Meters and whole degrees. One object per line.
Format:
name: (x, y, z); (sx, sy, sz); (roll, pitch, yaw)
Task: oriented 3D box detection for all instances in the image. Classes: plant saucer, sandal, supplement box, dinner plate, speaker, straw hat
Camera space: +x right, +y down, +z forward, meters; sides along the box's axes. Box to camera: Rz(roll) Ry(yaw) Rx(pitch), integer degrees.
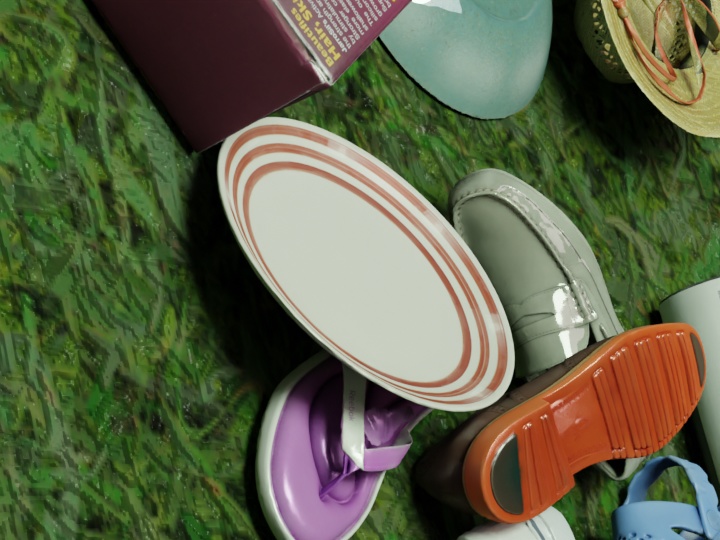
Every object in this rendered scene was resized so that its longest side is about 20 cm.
plant saucer: (0.064, -0.193, 1.534); (0.200, 0.039, 0.203); (27, 51, -39)
sandal: (0.005, 0.070, 1.308); (0.083, 0.050, 0.203); (54, 39, -14)
sandal: (0.168, 0.171, 1.435); (0.087, 0.079, 0.200); (57, 29, -4)
supplement box: (-0.045, -0.174, 1.339); (0.131, 0.103, 0.200); (56, 37, -12)
dinner plate: (0.000, 0.000, 1.327); (0.199, 0.024, 0.201); (31, 30, -20)
speaker: (0.251, 0.105, 1.561); (0.081, 0.081, 0.202); (0, 70, -50)
straw hat: (0.186, -0.168, 1.631); (0.200, 0.085, 0.203); (17, 63, -38)

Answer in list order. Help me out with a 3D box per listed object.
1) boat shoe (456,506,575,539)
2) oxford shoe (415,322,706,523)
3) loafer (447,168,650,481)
boat shoe: (0.101, 0.227, 1.336); (0.066, 0.074, 0.201); (-13, 73, -34)
oxford shoe: (0.113, 0.076, 1.386); (0.199, 0.072, 0.072); (-23, 106, -38)
loafer: (0.113, 0.032, 1.444); (0.201, 0.070, 0.070); (54, 30, -15)
